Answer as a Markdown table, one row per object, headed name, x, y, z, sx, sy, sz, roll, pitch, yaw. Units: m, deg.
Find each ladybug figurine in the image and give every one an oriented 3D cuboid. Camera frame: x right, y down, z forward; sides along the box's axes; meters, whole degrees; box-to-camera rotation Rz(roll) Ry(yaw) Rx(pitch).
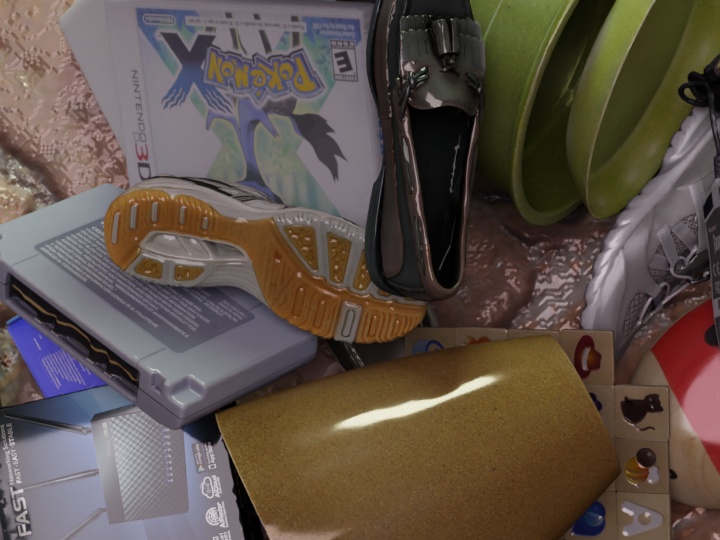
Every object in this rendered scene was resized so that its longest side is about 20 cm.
| name | x | y | z | sx | sy | sz | roll | pitch | yaw |
| --- | --- | --- | --- | --- | --- | --- | --- | --- | --- |
| ladybug figurine | 0.254 | 0.069 | 1.370 | 0.200 | 0.072 | 0.136 | -31 | 78 | 2 |

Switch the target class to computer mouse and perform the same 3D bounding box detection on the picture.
| name | x | y | z | sx | sy | sz | roll | pitch | yaw |
| --- | --- | --- | --- | --- | --- | --- | --- | --- | --- |
| computer mouse | 0.233 | -0.032 | 1.323 | 0.044 | 0.110 | 0.200 | -5 | 84 | -11 |

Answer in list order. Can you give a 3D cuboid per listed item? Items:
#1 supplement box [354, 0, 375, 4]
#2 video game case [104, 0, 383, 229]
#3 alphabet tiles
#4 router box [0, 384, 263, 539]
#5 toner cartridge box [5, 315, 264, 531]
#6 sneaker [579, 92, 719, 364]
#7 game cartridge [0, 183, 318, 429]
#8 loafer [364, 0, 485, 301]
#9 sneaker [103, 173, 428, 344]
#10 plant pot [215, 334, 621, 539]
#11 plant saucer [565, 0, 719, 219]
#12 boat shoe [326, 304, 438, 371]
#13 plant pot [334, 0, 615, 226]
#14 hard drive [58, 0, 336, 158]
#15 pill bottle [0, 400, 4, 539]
| name | x | y | z | sx | sy | sz | roll | pitch | yaw |
| --- | --- | --- | --- | --- | --- | --- | --- | --- | --- |
| supplement box | -0.067 | -0.224 | 1.304 | 0.200 | 0.101 | 0.103 | 13 | 89 | 17 |
| video game case | -0.068 | -0.080 | 1.385 | 0.200 | 0.022 | 0.182 | 7 | 113 | 33 |
| alphabet tiles | 0.094 | 0.117 | 1.377 | 0.200 | 0.006 | 0.167 | 1 | 101 | 20 |
| router box | -0.139 | 0.167 | 1.369 | 0.150 | 0.062 | 0.200 | -13 | 80 | 7 |
| toner cartridge box | -0.139 | 0.097 | 1.435 | 0.095 | 0.043 | 0.200 | -31 | 78 | 1 |
| sneaker | 0.204 | -0.020 | 1.390 | 0.082 | 0.075 | 0.200 | 31 | 86 | 13 |
| game cartridge | -0.128 | 0.017 | 1.366 | 0.200 | 0.041 | 0.133 | 34 | 45 | 31 |
| loafer | 0.045 | -0.080 | 1.259 | 0.072 | 0.063 | 0.200 | -2 | 100 | -28 |
| sneaker | -0.051 | -0.019 | 1.342 | 0.200 | 0.088 | 0.076 | 19 | 110 | 3 |
| plant pot | 0.044 | 0.123 | 1.300 | 0.200 | 0.186 | 0.187 | -27 | 78 | -1 |
| plant saucer | 0.176 | -0.127 | 1.351 | 0.031 | 0.200 | 0.200 | 27 | 85 | 20 |
| boat shoe | -0.003 | 0.001 | 1.423 | 0.072 | 0.060 | 0.202 | -22 | 78 | 4 |
| plant pot | 0.070 | -0.155 | 1.390 | 0.190 | 0.200 | 0.200 | 25 | 85 | 23 |
| hard drive | -0.106 | -0.162 | 1.423 | 0.200 | 0.027 | 0.132 | -38 | 74 | 39 |
| pill bottle | -0.278 | 0.131 | 1.412 | 0.114 | 0.114 | 0.200 | -13 | 79 | 6 |
